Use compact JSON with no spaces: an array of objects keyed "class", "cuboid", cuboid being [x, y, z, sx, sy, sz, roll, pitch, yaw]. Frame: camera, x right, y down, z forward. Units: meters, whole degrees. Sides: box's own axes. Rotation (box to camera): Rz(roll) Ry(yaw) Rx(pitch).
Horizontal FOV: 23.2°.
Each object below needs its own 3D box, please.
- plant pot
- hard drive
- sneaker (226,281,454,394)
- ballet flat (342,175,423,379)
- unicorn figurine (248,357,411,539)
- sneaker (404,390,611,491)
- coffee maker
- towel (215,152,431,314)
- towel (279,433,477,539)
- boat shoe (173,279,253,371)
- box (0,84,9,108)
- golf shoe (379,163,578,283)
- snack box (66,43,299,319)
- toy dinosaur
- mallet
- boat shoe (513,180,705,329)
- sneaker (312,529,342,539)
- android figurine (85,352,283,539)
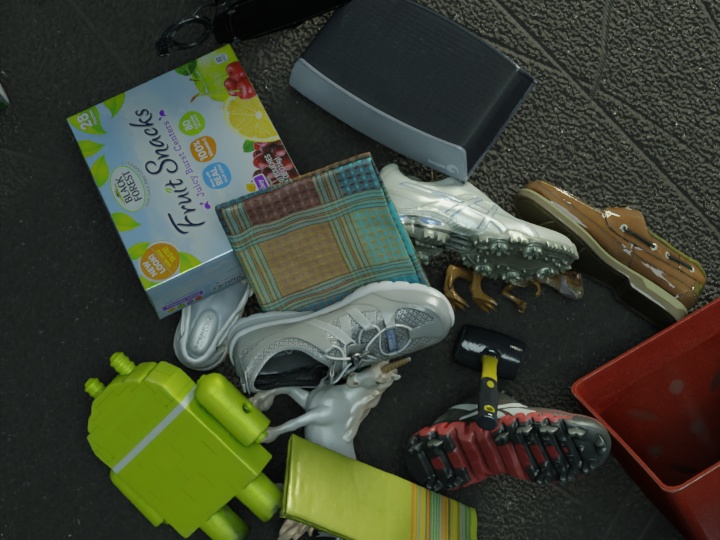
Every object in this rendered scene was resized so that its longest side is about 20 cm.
[{"class":"plant pot","cuboid":[0.340,0.163,1.575,0.200,0.200,0.176,-30,120,-5]},{"class":"hard drive","cuboid":[0.045,-0.180,1.605,0.200,0.042,0.135,31,73,19]},{"class":"sneaker","cuboid":[-0.014,0.070,1.510,0.200,0.082,0.075,-15,126,4]},{"class":"ballet flat","cuboid":[0.000,0.000,1.625,0.072,0.072,0.200,19,84,-4]},{"class":"unicorn figurine","cuboid":[-0.034,0.148,1.597,0.137,0.074,0.200,-7,125,-13]},{"class":"sneaker","cuboid":[0.140,0.147,1.585,0.200,0.098,0.071,-9,113,34]},{"class":"coffee maker","cuboid":[-0.116,-0.321,1.578,0.192,0.135,0.200,-15,75,-28]},{"class":"towel","cuboid":[-0.024,-0.001,1.521,0.146,0.022,0.200,-20,127,6]},{"class":"towel","cuboid":[0.019,0.215,1.550,0.200,0.018,0.086,25,44,-22]},{"class":"boat shoe","cuboid":[-0.122,-0.005,1.609,0.071,0.069,0.200,14,85,-3]},{"class":"box","cuboid":[-0.407,-0.223,1.543,0.097,0.176,0.200,-28,89,-5]},{"class":"golf shoe","cuboid":[0.104,-0.049,1.582,0.200,0.078,0.097,11,60,-17]},{"class":"snack box","cuboid":[-0.149,-0.081,1.576,0.168,0.068,0.200,-25,62,-5]},{"class":"toy dinosaur","cuboid":[0.114,-0.017,1.647,0.200,0.060,0.106,35,64,-9]},{"class":"mallet","cuboid":[0.105,0.095,1.567,0.066,0.200,0.041,19,107,6]},{"class":"boat shoe","cuboid":[0.234,-0.028,1.647,0.200,0.072,0.068,38,73,-9]},{"class":"sneaker","cuboid":[0.007,0.293,1.605,0.078,0.090,0.201,9,93,39]},{"class":"android figurine","cuboid":[-0.161,0.158,1.556,0.200,0.041,0.182,43,128,-2]}]
